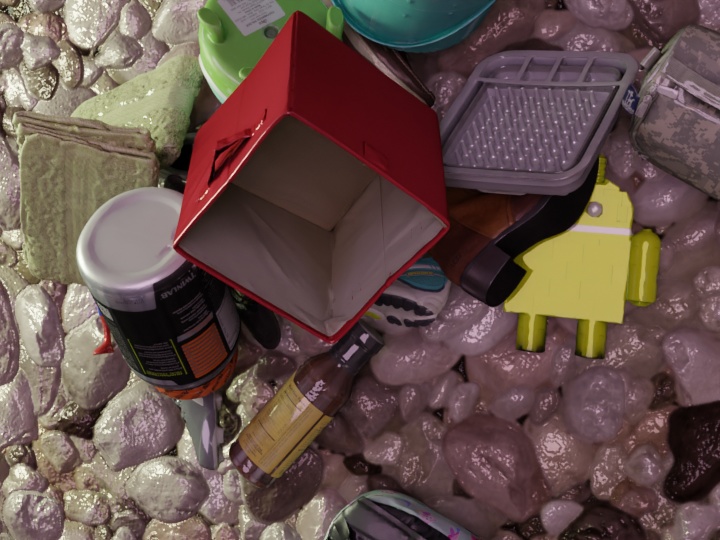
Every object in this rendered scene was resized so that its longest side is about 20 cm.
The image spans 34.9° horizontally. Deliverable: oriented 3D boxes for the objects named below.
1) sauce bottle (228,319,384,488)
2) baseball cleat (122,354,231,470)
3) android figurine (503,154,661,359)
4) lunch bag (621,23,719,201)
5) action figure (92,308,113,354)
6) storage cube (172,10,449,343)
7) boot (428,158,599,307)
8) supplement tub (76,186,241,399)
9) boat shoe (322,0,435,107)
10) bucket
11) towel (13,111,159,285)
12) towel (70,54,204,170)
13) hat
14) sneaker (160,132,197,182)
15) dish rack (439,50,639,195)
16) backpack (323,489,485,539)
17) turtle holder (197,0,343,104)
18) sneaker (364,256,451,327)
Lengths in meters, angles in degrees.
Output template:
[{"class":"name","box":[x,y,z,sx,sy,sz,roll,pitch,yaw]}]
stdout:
[{"class":"sauce bottle","box":[-0.053,0.136,1.191,0.065,0.065,0.200,44,97,8]},{"class":"baseball cleat","box":[-0.194,0.114,1.200,0.104,0.070,0.203,-6,67,-8]},{"class":"android figurine","box":[0.208,-0.016,1.146,0.179,0.041,0.204,7,94,12]},{"class":"lunch bag","box":[0.345,-0.136,1.049,0.198,0.168,0.141,31,96,11]},{"class":"action figure","box":[-0.280,-0.013,1.225,0.064,0.099,0.204,-7,86,11]},{"class":"storage cube","box":[-0.042,-0.084,1.008,0.199,0.181,0.171,32,121,-22]},{"class":"boot","box":[0.117,-0.085,1.141,0.200,0.068,0.189,40,96,37]},{"class":"supplement tub","box":[-0.182,0.029,1.080,0.120,0.201,0.124,-4,52,5]},{"class":"boat shoe","box":[0.014,-0.248,1.170,0.075,0.075,0.203,-43,82,3]},{"class":"bucket","box":[0.059,-0.318,1.097,0.203,0.135,0.211,2,73,-6]},{"class":"towel","box":[-0.265,-0.061,1.126,0.146,0.037,0.202,12,128,5]},{"class":"towel","box":[-0.251,-0.142,1.185,0.197,0.037,0.150,-16,47,30]},{"class":"hat","box":[-0.110,-0.024,1.134,0.080,0.201,0.202,-32,83,-16]},{"class":"sneaker","box":[-0.131,-0.112,1.195,0.196,0.087,0.076,-3,88,11]},{"class":"dish rack","box":[0.163,-0.137,1.088,0.169,0.201,0.044,8,135,30]},{"class":"backpack","box":[0.051,0.310,1.138,0.199,0.127,0.168,33,85,11]},{"class":"turtle holder","box":[-0.075,-0.201,1.138,0.183,0.132,0.142,25,64,4]},{"class":"sneaker","box":[0.000,0.000,1.184,0.197,0.078,0.080,15,60,18]}]
